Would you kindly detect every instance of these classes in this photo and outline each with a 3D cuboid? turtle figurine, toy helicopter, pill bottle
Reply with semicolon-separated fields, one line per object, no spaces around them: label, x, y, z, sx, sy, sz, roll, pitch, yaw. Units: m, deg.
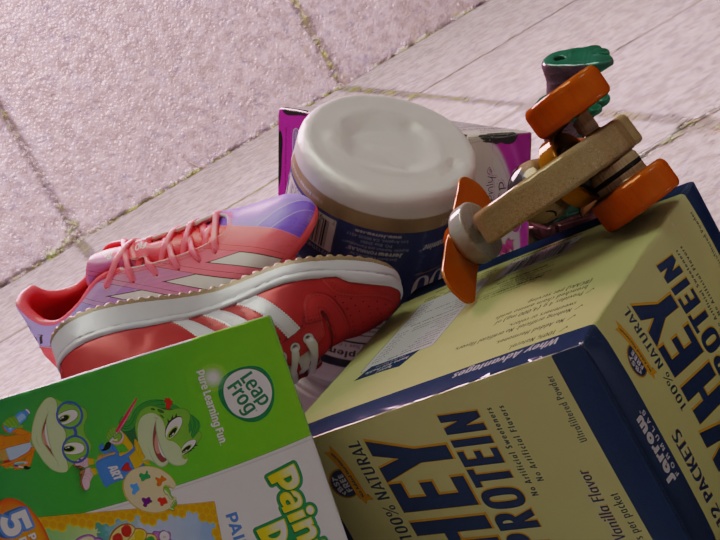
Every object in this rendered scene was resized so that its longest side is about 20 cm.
turtle figurine;0.156;-0.042;1.296;0.101;0.200;0.150;-14;32;-1
toy helicopter;0.100;-0.042;1.076;0.132;0.079;0.200;-37;-1;7
pill bottle;0.000;0.000;1.195;0.111;0.111;0.200;-42;-26;-46

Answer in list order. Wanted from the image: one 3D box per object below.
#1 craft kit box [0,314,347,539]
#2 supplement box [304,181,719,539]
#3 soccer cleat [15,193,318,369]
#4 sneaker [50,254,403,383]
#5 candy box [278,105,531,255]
craft kit box;-0.105;0.145;0.923;0.197;0.200;0.049;-17;-14;-14
supplement box;0.098;0.078;1.022;0.200;0.134;0.200;-22;14;33
soccer cleat;-0.115;0.002;1.130;0.200;0.076;0.067;-30;24;26
sneaker;-0.061;0.062;1.052;0.200;0.113;0.071;-13;-33;-11
candy box;0.026;-0.037;1.301;0.061;0.137;0.200;-8;15;-39
